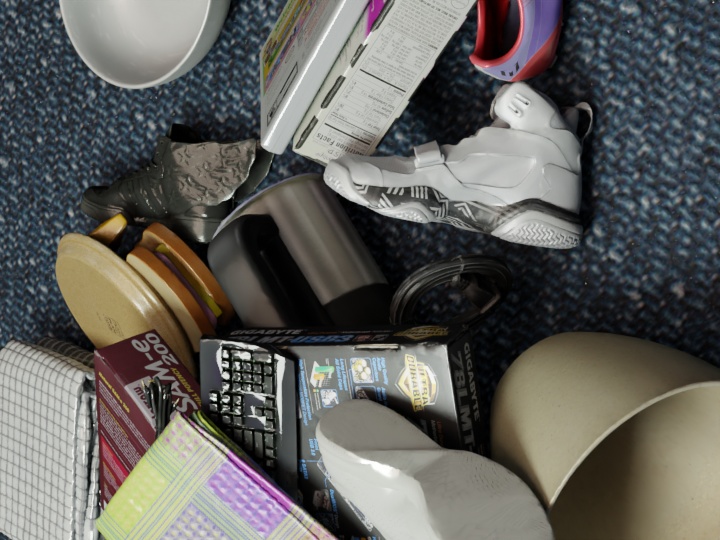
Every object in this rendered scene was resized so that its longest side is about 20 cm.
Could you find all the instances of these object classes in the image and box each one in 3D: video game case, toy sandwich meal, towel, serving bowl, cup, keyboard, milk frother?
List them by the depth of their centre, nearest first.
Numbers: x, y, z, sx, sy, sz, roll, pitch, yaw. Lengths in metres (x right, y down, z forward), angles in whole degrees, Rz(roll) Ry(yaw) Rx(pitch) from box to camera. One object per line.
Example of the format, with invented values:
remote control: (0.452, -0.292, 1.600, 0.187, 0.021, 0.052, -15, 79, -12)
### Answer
cup: (0.170, 0.123, 1.101, 0.143, 0.199, 0.201, 48, 124, 47)
towel: (-0.088, 0.208, 1.140, 0.200, 0.023, 0.144, 40, 115, 2)
keyboard: (-0.105, 0.142, 1.146, 0.126, 0.021, 0.201, 7, 109, 22)
video game case: (-0.026, -0.213, 1.234, 0.201, 0.022, 0.182, -59, 19, 25)
milk frother: (0.000, 0.000, 1.244, 0.199, 0.180, 0.189, -33, 73, 5)
serving bowl: (-0.182, -0.263, 1.402, 0.199, 0.066, 0.202, 5, 99, 38)
toy sandwich meal: (-0.198, 0.029, 1.433, 0.205, 0.070, 0.206, 36, 151, 24)
towel: (-0.277, 0.173, 1.499, 0.165, 0.085, 0.202, 14, 104, 47)

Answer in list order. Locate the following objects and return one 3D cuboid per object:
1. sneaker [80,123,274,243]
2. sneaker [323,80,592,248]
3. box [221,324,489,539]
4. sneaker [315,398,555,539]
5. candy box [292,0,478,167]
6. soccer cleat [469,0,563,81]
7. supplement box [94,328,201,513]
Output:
sneaker: (-0.169, -0.086, 1.418, 0.199, 0.060, 0.105, 14, 105, 32)
sneaker: (0.077, -0.089, 1.171, 0.198, 0.075, 0.116, 12, 94, -2)
box: (-0.003, 0.140, 1.133, 0.197, 0.050, 0.201, -3, 106, 27)
sneaker: (0.052, 0.164, 1.038, 0.200, 0.075, 0.089, 33, 141, 39)
candy box: (0.021, -0.188, 1.199, 0.200, 0.061, 0.137, -53, 21, 33)
soccer cleat: (0.122, -0.239, 1.153, 0.066, 0.076, 0.202, 17, 105, 36)
supplement box: (-0.173, 0.162, 1.325, 0.109, 0.061, 0.201, 45, 144, 37)
